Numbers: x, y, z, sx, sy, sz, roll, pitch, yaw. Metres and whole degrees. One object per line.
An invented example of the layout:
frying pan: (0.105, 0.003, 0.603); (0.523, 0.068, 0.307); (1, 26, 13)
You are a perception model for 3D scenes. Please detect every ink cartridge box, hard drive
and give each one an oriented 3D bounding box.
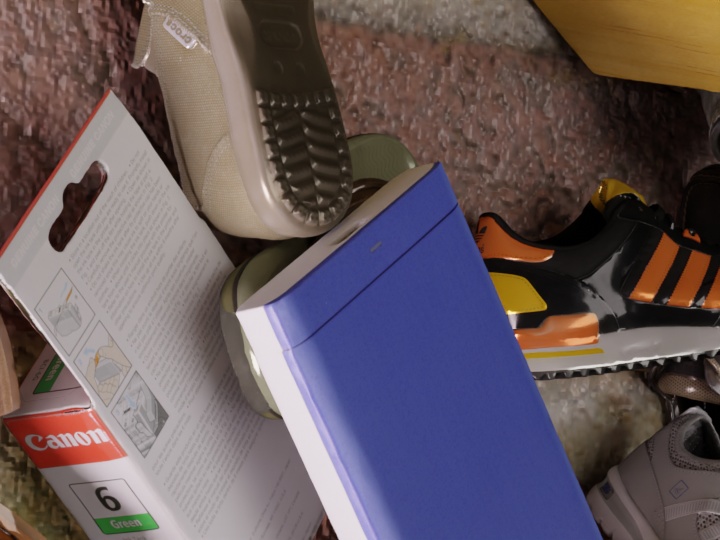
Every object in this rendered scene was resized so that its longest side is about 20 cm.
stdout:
ink cartridge box: (-0.084, 0.042, 0.907); (0.200, 0.050, 0.109); (58, 40, -29)
hard drive: (0.033, 0.074, 0.921); (0.132, 0.025, 0.201); (-41, 112, -49)

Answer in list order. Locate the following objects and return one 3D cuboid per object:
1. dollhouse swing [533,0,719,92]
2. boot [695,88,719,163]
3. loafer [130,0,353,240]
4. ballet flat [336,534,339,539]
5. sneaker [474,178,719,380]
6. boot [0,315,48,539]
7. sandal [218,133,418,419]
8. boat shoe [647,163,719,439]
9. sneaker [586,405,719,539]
dollhouse swing: (0.168, -0.219, 1.095); (0.200, 0.181, 0.176); (-56, 138, -27)
boot: (0.227, -0.060, 1.178); (0.199, 0.068, 0.131); (29, 35, -35)
loafer: (-0.058, -0.104, 0.927); (0.075, 0.068, 0.201); (9, 66, -51)
ballet flat: (0.013, 0.201, 1.023); (0.071, 0.069, 0.201); (-3, 90, -27)
sneaker: (0.146, -0.002, 1.102); (0.199, 0.070, 0.091); (-9, 91, -18)
boot: (-0.181, 0.114, 0.813); (0.155, 0.076, 0.201); (-25, 119, -35)
sandal: (0.000, 0.001, 0.961); (0.080, 0.057, 0.201); (62, 25, -16)
boat shoe: (0.189, 0.048, 1.180); (0.073, 0.074, 0.201); (-17, 103, -44)
sneaker: (0.178, 0.127, 1.079); (0.075, 0.200, 0.082); (31, 98, -37)
